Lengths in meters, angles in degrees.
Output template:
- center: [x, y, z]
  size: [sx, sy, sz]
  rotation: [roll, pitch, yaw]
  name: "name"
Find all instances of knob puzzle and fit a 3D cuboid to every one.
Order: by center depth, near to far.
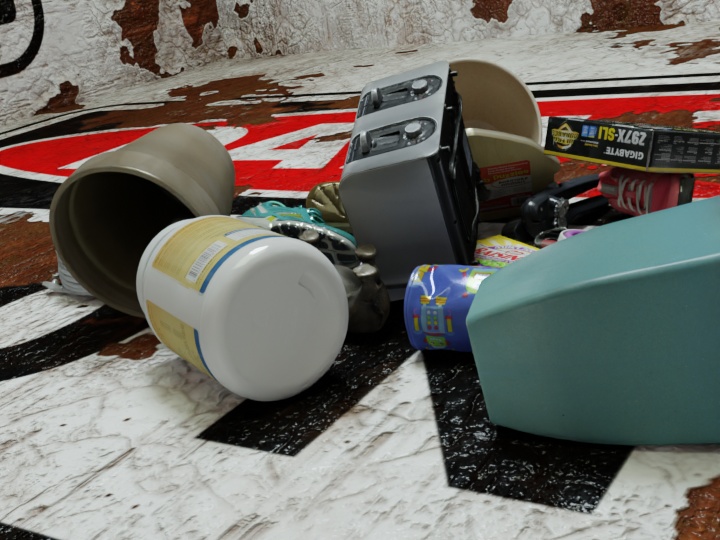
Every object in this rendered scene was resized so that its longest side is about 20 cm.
- center: [0.143, -0.120, 1.225]
  size: [0.217, 0.031, 0.220]
  rotation: [-3, -27, -2]
  name: "knob puzzle"

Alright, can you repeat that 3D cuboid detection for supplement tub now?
- center: [-0.117, 0.027, 0.944]
  size: [0.143, 0.146, 0.199]
  rotation: [-19, 21, -29]
  name: "supplement tub"

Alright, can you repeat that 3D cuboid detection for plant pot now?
- center: [0.190, 0.047, 0.769]
  size: [0.198, 0.143, 0.141]
  rotation: [-11, 17, 18]
  name: "plant pot"
- center: [-0.224, -0.076, 1.149]
  size: [0.198, 0.202, 0.174]
  rotation: [-2, 36, 20]
  name: "plant pot"

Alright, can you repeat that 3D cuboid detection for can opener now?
- center: [0.251, -0.084, 1.233]
  size: [0.078, 0.064, 0.199]
  rotation: [9, 26, 43]
  name: "can opener"

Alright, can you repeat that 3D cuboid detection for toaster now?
- center: [0.061, -0.092, 1.072]
  size: [0.117, 0.201, 0.182]
  rotation: [-7, 40, 17]
  name: "toaster"

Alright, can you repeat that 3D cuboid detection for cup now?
- center: [0.150, -0.171, 1.388]
  size: [0.198, 0.203, 0.143]
  rotation: [-5, -8, 10]
  name: "cup"

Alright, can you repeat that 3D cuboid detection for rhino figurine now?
- center: [-0.049, 0.010, 1.033]
  size: [0.199, 0.088, 0.060]
  rotation: [16, 40, 37]
  name: "rhino figurine"

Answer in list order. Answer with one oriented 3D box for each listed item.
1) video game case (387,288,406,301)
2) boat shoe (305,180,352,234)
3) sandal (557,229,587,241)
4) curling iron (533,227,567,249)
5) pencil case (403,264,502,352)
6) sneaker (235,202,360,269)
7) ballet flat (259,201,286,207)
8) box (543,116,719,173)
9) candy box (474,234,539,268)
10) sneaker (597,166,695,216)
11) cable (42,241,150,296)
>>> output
- center: [0.000, 0.000, 1.172]
  size: [0.141, 0.018, 0.200]
  rotation: [-11, 19, -8]
  name: "video game case"
- center: [0.035, -0.067, 1.217]
  size: [0.197, 0.074, 0.065]
  rotation: [9, -19, 5]
  name: "boat shoe"
- center: [0.278, -0.013, 0.984]
  size: [0.201, 0.050, 0.082]
  rotation: [22, 26, 38]
  name: "sandal"
- center: [0.270, -0.020, 1.092]
  size: [0.049, 0.026, 0.199]
  rotation: [-26, 25, -34]
  name: "curling iron"
- center: [0.140, 0.032, 0.913]
  size: [0.198, 0.078, 0.087]
  rotation: [-1, 49, 22]
  name: "pencil case"
- center: [-0.069, -0.044, 1.150]
  size: [0.199, 0.078, 0.080]
  rotation: [17, 46, 42]
  name: "sneaker"
- center: [-0.126, -0.043, 1.275]
  size: [0.066, 0.071, 0.200]
  rotation: [-5, 19, 5]
  name: "ballet flat"
- center: [0.335, -0.143, 1.159]
  size: [0.198, 0.050, 0.159]
  rotation: [-2, 15, -35]
  name: "box"
- center: [0.165, 0.003, 1.076]
  size: [0.101, 0.027, 0.200]
  rotation: [-14, 19, -24]
  name: "candy box"
- center: [0.323, -0.083, 1.167]
  size: [0.086, 0.075, 0.200]
  rotation: [6, 11, 0]
  name: "sneaker"
- center: [-0.290, -0.026, 1.302]
  size: [0.199, 0.070, 0.199]
  rotation: [8, 25, 42]
  name: "cable"
